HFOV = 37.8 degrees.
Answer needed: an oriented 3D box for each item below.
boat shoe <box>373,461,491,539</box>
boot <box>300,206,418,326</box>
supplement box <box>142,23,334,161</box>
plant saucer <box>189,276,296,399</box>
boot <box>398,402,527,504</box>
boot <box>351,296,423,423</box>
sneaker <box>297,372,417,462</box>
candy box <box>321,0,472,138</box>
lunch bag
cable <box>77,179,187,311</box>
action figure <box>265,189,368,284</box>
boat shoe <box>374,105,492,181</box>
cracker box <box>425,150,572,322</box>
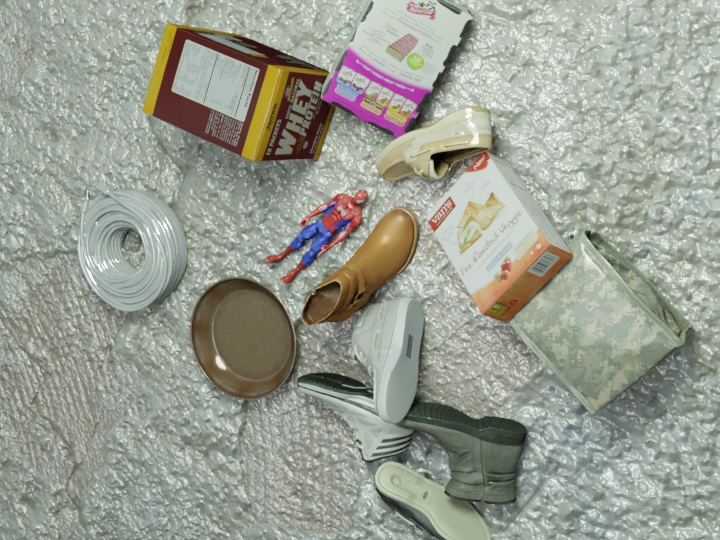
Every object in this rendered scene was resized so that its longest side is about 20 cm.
[{"bbox_3d":[0.108,0.364,1.591,0.200,0.072,0.068,32,147,11],"label":"boat shoe"},{"bbox_3d":[0.000,0.000,1.524,0.074,0.155,0.200,37,112,17],"label":"boot"},{"bbox_3d":[-0.168,-0.258,1.541,0.200,0.197,0.133,26,107,20],"label":"supplement box"},{"bbox_3d":[-0.183,0.107,1.697,0.200,0.037,0.201,5,101,26],"label":"plant saucer"},{"bbox_3d":[0.138,0.272,1.529,0.199,0.068,0.131,12,103,5],"label":"boot"},{"bbox_3d":[0.030,0.133,1.541,0.095,0.074,0.200,-9,51,33],"label":"boot"},{"bbox_3d":[-0.014,0.231,1.612,0.200,0.076,0.116,15,102,21],"label":"sneaker"},{"bbox_3d":[0.048,-0.304,1.475,0.136,0.061,0.200,26,112,-13],"label":"candy box"},{"bbox_3d":[0.309,0.061,1.406,0.200,0.118,0.164,48,116,7],"label":"lunch bag"},{"bbox_3d":[-0.383,-0.035,1.754,0.200,0.069,0.201,23,108,20],"label":"cable"},{"bbox_3d":[-0.060,-0.058,1.607,0.200,0.052,0.065,-41,76,23],"label":"action figure"},{"bbox_3d":[0.101,-0.162,1.477,0.200,0.074,0.069,-25,68,41],"label":"boat shoe"},{"bbox_3d":[0.183,-0.048,1.432,0.134,0.058,0.200,-49,44,24],"label":"cracker box"}]
